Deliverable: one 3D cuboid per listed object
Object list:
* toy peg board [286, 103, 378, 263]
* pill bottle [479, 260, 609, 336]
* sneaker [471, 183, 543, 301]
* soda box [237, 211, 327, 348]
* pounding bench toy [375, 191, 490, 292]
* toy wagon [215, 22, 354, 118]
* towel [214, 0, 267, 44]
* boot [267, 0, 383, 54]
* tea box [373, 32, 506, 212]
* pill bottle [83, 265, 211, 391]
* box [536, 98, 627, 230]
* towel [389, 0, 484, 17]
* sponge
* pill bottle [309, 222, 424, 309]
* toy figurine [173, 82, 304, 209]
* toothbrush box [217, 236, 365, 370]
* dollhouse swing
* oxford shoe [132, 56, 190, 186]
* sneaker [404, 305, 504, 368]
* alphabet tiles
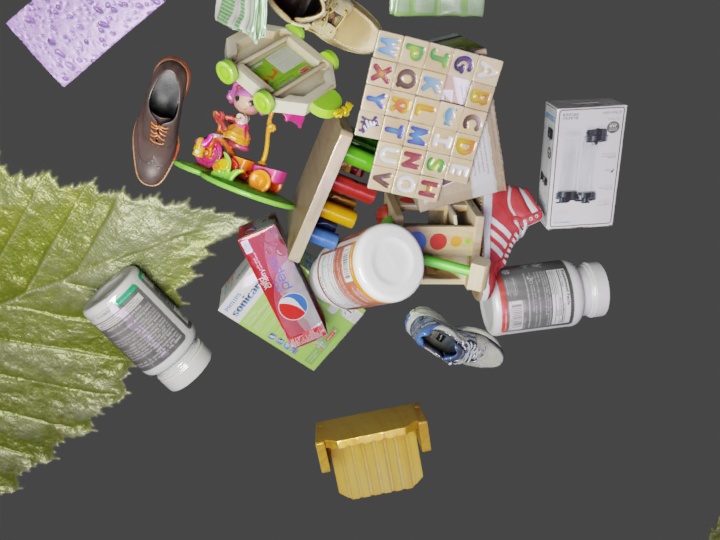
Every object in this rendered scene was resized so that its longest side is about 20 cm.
[{"bbox_3d":[-0.029,-0.124,1.062,0.097,0.200,0.200,19,111,-14],"label":"toy peg board"},{"bbox_3d":[0.311,0.044,1.220,0.199,0.116,0.116,-7,115,-3],"label":"pill bottle"},{"bbox_3d":[0.237,-0.047,1.164,0.112,0.071,0.201,5,83,-12],"label":"sneaker"},{"bbox_3d":[-0.118,0.017,1.096,0.063,0.070,0.201,-23,112,1],"label":"soda box"},{"bbox_3d":[0.106,-0.035,1.116,0.155,0.200,0.125,0,115,-7],"label":"pounding bench toy"},{"bbox_3d":[-0.097,-0.269,0.999,0.200,0.155,0.040,41,144,9],"label":"toy wagon"},{"bbox_3d":[-0.159,-0.388,0.932,0.023,0.200,0.153,-5,116,-23],"label":"towel"},{"bbox_3d":[-0.049,-0.354,0.979,0.199,0.156,0.073,31,108,-19],"label":"boot"},{"bbox_3d":[0.111,-0.220,1.035,0.133,0.197,0.201,-14,116,1],"label":"tea box"},{"bbox_3d":[-0.346,0.099,1.179,0.113,0.113,0.200,-35,112,10],"label":"pill bottle"},{"bbox_3d":[0.355,-0.172,1.157,0.116,0.060,0.201,-5,114,-4],"label":"box"},{"bbox_3d":[0.117,-0.466,1.015,0.148,0.031,0.201,-1,115,-5],"label":"towel"},{"bbox_3d":[-0.386,-0.367,1.009,0.200,0.030,0.112,-35,113,10],"label":"sponge"},{"bbox_3d":[0.000,0.000,1.063,0.112,0.200,0.113,4,82,-26],"label":"pill bottle"},{"bbox_3d":[-0.162,-0.212,1.070,0.199,0.150,0.185,22,98,11],"label":"toy figurine"},{"bbox_3d":[-0.114,0.049,1.195,0.200,0.086,0.146,34,106,-20],"label":"toothbrush box"},{"bbox_3d":[0.030,0.357,1.314,0.199,0.182,0.177,-10,95,-2],"label":"dollhouse swing"},{"bbox_3d":[-0.304,-0.215,1.062,0.071,0.073,0.201,12,113,-12],"label":"oxford shoe"},{"bbox_3d":[0.171,0.139,1.266,0.199,0.085,0.077,21,111,-15],"label":"sneaker"},{"bbox_3d":[0.079,-0.192,0.932,0.166,0.008,0.201,10,111,-10],"label":"alphabet tiles"}]
